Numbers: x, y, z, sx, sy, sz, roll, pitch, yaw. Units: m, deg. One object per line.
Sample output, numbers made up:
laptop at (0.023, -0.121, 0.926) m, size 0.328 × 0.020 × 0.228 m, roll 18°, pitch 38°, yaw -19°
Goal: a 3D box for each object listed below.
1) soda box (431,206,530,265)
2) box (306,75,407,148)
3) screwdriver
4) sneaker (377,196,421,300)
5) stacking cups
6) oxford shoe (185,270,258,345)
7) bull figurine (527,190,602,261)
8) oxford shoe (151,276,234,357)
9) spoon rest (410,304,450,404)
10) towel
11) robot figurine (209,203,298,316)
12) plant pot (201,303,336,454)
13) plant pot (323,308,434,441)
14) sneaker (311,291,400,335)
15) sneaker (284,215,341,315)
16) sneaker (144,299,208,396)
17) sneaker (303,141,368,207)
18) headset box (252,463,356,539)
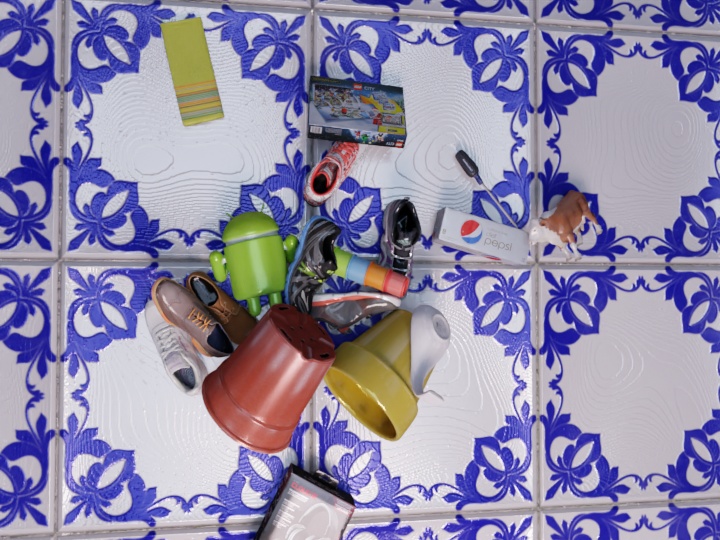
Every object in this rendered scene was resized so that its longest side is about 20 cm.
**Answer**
soda box at (0.249, -0.069, 1.358) m, size 0.194 × 0.064 × 0.070 m, roll 16°, pitch 85°, yaw -9°
box at (-0.008, -0.314, 1.304) m, size 0.193 × 0.038 × 0.140 m, roll 5°, pitch 55°, yaw -9°
screwdriver at (0.259, -0.165, 1.362) m, size 0.029 × 0.028 × 0.203 m, roll -30°, pitch 80°, yaw -12°
sneaker at (0.079, -0.043, 1.290) m, size 0.075 × 0.140 × 0.208 m, roll -1°, pitch 88°, yaw -9°
stacking cups at (0.000, 0.000, 1.287) m, size 0.195 × 0.061 × 0.062 m, roll 21°, pitch 85°, yaw 11°
oxford shoe at (-0.263, 0.082, 1.269) m, size 0.199 × 0.071 × 0.072 m, roll 42°, pitch 81°, yaw -7°
bull figurine at (0.422, -0.089, 1.358) m, size 0.199 × 0.065 × 0.123 m, roll -38°, pitch 99°, yaw -34°
oxford shoe at (-0.301, 0.086, 1.208) m, size 0.201 × 0.071 × 0.072 m, roll 52°, pitch 56°, yaw -36°
spoon rest at (0.123, 0.151, 1.191) m, size 0.099 × 0.060 × 0.204 m, roll 36°, pitch 42°, yaw -26°
towel at (-0.332, -0.392, 1.300) m, size 0.083 × 0.018 × 0.207 m, roll -13°, pitch 89°, yaw -15°
robot figurine at (-0.199, -0.019, 1.258) m, size 0.170 × 0.116 × 0.207 m, roll -13°, pitch 90°, yaw -10°
plant pot at (-0.152, 0.182, 1.185) m, size 0.199 × 0.201 × 0.197 m, roll 36°, pitch 108°, yaw -6°
plant pot at (0.053, 0.185, 1.263) m, size 0.201 × 0.200 × 0.189 m, roll 45°, pitch 67°, yaw -5°
sneaker at (-0.015, 0.084, 1.298) m, size 0.193 × 0.077 × 0.085 m, roll -3°, pitch 89°, yaw 12°
sneaker at (-0.087, 0.001, 1.238) m, size 0.081 × 0.070 × 0.206 m, roll 18°, pitch 94°, yaw 23°
sneaker at (-0.345, 0.144, 1.239) m, size 0.073 × 0.100 × 0.204 m, roll -29°, pitch 91°, yaw -6°
sneaker at (-0.039, -0.215, 1.293) m, size 0.067 × 0.108 × 0.203 m, roll 38°, pitch 83°, yaw -6°
headset box at (-0.108, 0.489, 1.277) m, size 0.146 × 0.077 × 0.204 m, roll 29°, pitch 86°, yaw -7°
